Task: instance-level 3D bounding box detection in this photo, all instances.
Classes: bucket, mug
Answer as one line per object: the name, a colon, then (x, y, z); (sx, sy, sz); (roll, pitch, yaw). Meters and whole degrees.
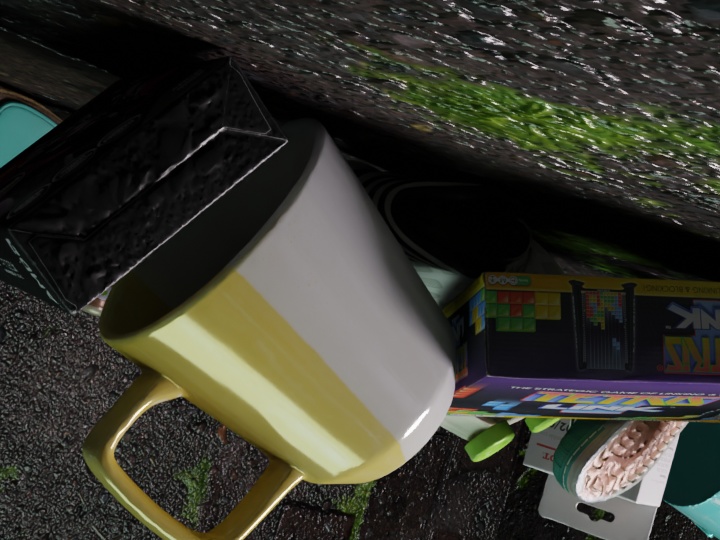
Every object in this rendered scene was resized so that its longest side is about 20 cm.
bucket: (0.476, 0.242, 1.667); (0.134, 0.209, 0.207); (29, 172, -25)
mug: (-0.042, 0.040, 0.670); (0.153, 0.186, 0.150); (47, -169, -23)

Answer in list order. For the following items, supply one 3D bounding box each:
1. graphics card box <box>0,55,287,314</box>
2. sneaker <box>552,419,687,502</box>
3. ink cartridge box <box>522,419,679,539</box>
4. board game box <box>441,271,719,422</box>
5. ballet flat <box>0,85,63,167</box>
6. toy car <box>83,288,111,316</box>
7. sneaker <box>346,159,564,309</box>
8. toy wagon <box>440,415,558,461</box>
graphics card box: (-0.127, -0.044, 0.630); (0.051, 0.125, 0.199); (56, 163, -19)
sneaker: (0.177, 0.080, 0.876); (0.079, 0.072, 0.199); (25, -137, 32)
ink cartridge box: (0.222, 0.137, 1.164); (0.114, 0.203, 0.068); (14, 176, 32)
board game box: (0.143, 0.048, 0.723); (0.197, 0.058, 0.165); (2, 168, -8)
ballet flat: (-0.281, -0.111, 0.927); (0.199, 0.068, 0.072); (21, -164, -44)
toy car: (-0.578, -0.003, 2.933); (0.163, 0.202, 0.158); (18, -177, -23)
sneaker: (0.072, -0.001, 0.749); (0.199, 0.077, 0.115); (23, 176, -36)
toy wagon: (0.084, 0.037, 0.877); (0.199, 0.156, 0.040); (-14, 157, -48)
